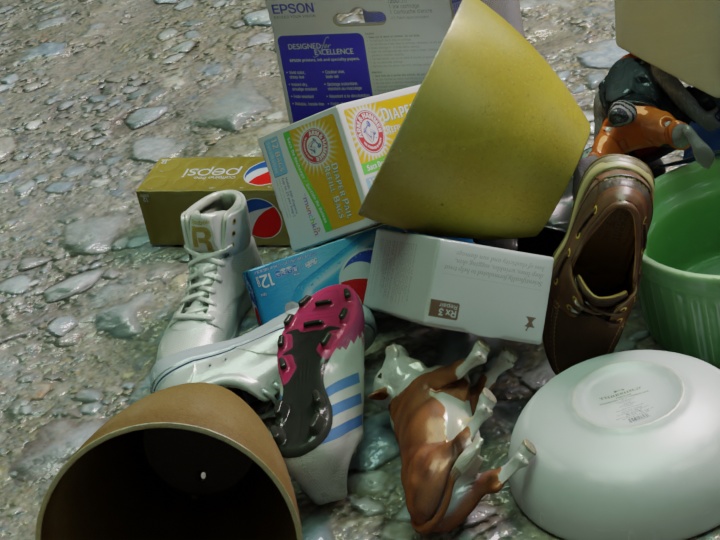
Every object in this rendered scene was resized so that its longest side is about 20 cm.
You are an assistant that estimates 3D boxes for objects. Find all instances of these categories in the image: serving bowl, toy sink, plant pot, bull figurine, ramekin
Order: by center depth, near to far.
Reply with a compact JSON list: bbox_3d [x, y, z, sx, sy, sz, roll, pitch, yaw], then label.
[{"bbox_3d":[-0.127,0.159,1.372,0.184,0.188,0.200,-10,18,5],"label":"plant pot"},{"bbox_3d":[0.203,0.118,1.400,0.198,0.066,0.201,-10,32,6],"label":"serving bowl"},{"bbox_3d":[0.066,0.115,1.440,0.121,0.065,0.201,-43,31,23],"label":"bull figurine"},{"bbox_3d":[0.103,-0.104,1.529,0.141,0.201,0.201,27,37,-1],"label":"plant pot"},{"bbox_3d":[0.315,-0.006,1.530,0.198,0.098,0.201,-9,30,6],"label":"ramekin"},{"bbox_3d":[0.300,-0.236,1.555,0.111,0.132,0.200,-11,22,-15],"label":"toy sink"}]

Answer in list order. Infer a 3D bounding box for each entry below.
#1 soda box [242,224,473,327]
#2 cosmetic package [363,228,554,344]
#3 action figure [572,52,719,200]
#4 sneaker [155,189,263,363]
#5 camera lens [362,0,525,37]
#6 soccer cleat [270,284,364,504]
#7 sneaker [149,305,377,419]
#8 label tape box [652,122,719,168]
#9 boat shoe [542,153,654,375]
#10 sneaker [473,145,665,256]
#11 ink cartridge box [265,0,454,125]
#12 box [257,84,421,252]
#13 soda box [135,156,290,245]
[{"bbox_3d":[0.000,0.000,1.653,0.198,0.065,0.068,-19,1,-9],"label":"soda box"},{"bbox_3d":[0.076,0.011,1.520,0.101,0.075,0.200,10,-1,-15],"label":"cosmetic package"},{"bbox_3d":[0.257,-0.144,1.589,0.199,0.105,0.194,-31,21,22],"label":"action figure"},{"bbox_3d":[-0.143,0.009,1.667,0.073,0.116,0.201,-1,34,16],"label":"sneaker"},{"bbox_3d":[0.087,-0.242,1.906,0.158,0.202,0.160,-10,31,6],"label":"camera lens"},{"bbox_3d":[-0.029,0.099,1.494,0.069,0.087,0.201,-13,37,20],"label":"soccer cleat"},{"bbox_3d":[-0.075,0.089,1.568,0.198,0.073,0.071,-20,49,-4],"label":"sneaker"},{"bbox_3d":[0.369,-0.138,1.647,0.199,0.064,0.144,-6,-5,-38],"label":"label tape box"},{"bbox_3d":[0.181,0.010,1.458,0.071,0.202,0.068,11,33,0],"label":"boat shoe"},{"bbox_3d":[0.192,-0.049,1.690,0.198,0.076,0.091,-22,45,-11],"label":"sneaker"},{"bbox_3d":[0.018,-0.186,1.840,0.196,0.202,0.043,1,31,22],"label":"ink cartridge box"},{"bbox_3d":[0.017,-0.099,1.703,0.101,0.114,0.199,-18,2,40],"label":"box"},{"bbox_3d":[-0.114,-0.068,1.831,0.198,0.065,0.068,0,33,21],"label":"soda box"}]
